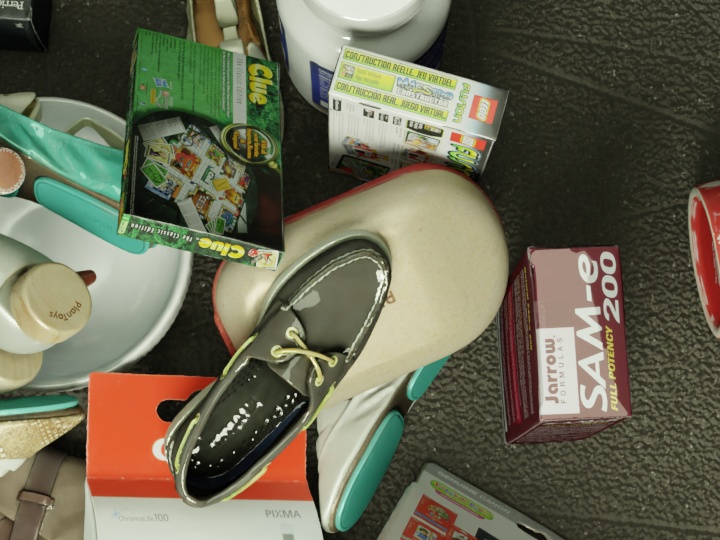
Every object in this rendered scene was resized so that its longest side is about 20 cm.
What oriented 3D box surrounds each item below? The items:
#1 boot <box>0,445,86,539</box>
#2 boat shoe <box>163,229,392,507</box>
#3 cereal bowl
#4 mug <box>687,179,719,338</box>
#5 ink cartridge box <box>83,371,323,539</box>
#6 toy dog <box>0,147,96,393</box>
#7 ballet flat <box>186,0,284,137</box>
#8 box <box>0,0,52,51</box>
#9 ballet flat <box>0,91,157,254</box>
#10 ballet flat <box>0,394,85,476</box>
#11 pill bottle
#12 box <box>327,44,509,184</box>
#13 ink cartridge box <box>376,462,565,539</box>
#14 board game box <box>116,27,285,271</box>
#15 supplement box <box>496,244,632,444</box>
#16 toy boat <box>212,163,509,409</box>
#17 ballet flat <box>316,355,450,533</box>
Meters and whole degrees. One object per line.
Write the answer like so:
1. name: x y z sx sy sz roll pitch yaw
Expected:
1. boot: -0.178 0.161 1.157 0.146 0.070 0.200 31 74 13
2. boat shoe: -0.046 0.064 1.047 0.072 0.061 0.201 36 98 -17
3. cereal bowl: -0.212 -0.014 1.166 0.199 0.083 0.201 0 81 -1
4. mug: 0.338 -0.001 1.155 0.199 0.133 0.179 -8 79 1
5. ink cartridge box: -0.099 0.170 1.092 0.162 0.057 0.201 4 86 -26
6. toy dog: -0.237 -0.024 1.073 0.131 0.096 0.201 -10 113 34
7. ballet flat: -0.099 -0.171 1.211 0.067 0.062 0.201 -12 81 -4
8. box: -0.323 -0.240 1.213 0.199 0.079 0.142 4 78 0
9. ballet flat: -0.210 -0.077 1.108 0.199 0.067 0.071 24 55 3
10. ballet flat: -0.275 0.115 1.073 0.199 0.071 0.066 -1 90 -10
11. pill bottle: 0.002 -0.181 1.144 0.119 0.200 0.120 0 81 -1
12. box: 0.034 -0.092 1.130 0.110 0.200 0.035 16 80 1
13. ink cartridge box: 0.093 0.237 1.120 0.199 0.176 0.084 31 112 5
14. board game box: -0.102 -0.083 1.099 0.104 0.024 0.201 12 40 -13
15. supplement box: 0.130 0.053 1.106 0.061 0.200 0.109 -3 81 -1
16. toy boat: 0.000 0.000 1.136 0.199 0.131 0.131 -23 112 2
17. ballet flat: 0.010 0.086 1.175 0.069 0.069 0.201 30 77 4
